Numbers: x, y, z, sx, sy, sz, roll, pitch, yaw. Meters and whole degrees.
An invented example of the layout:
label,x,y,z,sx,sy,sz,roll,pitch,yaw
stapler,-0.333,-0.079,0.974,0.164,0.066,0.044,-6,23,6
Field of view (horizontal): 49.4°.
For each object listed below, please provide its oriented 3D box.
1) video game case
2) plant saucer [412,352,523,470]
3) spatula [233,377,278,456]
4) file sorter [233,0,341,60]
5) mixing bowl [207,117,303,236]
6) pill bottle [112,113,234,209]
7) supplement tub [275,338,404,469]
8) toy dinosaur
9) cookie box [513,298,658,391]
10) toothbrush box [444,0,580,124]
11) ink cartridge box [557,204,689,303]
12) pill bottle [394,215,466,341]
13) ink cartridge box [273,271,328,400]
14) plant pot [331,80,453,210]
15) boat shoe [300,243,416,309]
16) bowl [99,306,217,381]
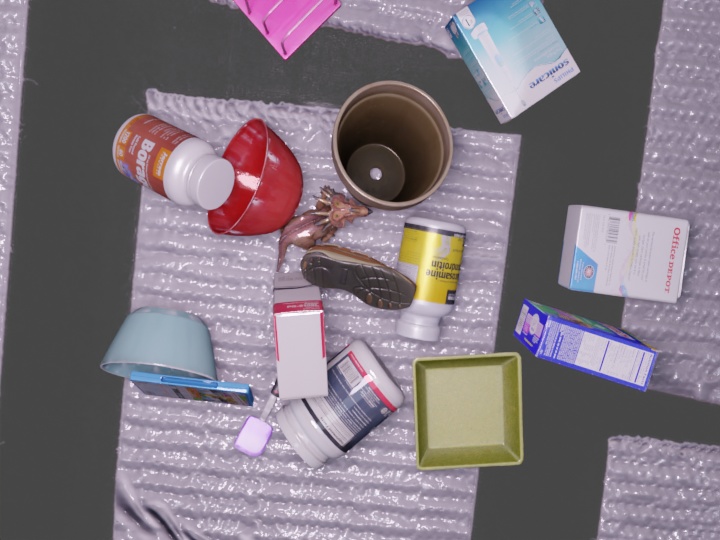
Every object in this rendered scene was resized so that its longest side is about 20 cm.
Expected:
label,x,y,z,sx,sy,sz,roll,pitch,yaw
video game case,-0.285,0.205,1.348,0.195,0.144,0.018,7,71,-2
plant saucer,0.191,0.249,1.414,0.194,0.048,0.206,-3,95,-2
spatula,-0.161,0.238,1.413,0.056,0.021,0.203,27,92,-2
file sorter,-0.146,-0.486,1.306,0.139,0.125,0.201,-42,95,1
mixing bowl,-0.166,-0.139,1.318,0.107,0.199,0.204,21,94,-33
pill bottle,-0.306,-0.176,1.291,0.197,0.112,0.114,26,94,28
supplement tub,-0.034,0.231,1.358,0.199,0.140,0.141,-39,95,2
toy dinosaur,-0.083,-0.078,1.335,0.198,0.136,0.087,-36,95,1
cookie box,0.383,0.124,1.351,0.196,0.171,0.077,18,97,-4
toothbrush box,0.260,-0.381,1.349,0.145,0.085,0.202,-34,94,0
ink cartridge box,0.463,-0.030,1.385,0.195,0.085,0.148,8,94,-1
pill bottle,0.115,0.014,1.361,0.109,0.112,0.205,9,94,-3
ink cartridge box,-0.101,0.101,1.304,0.082,0.200,0.148,-4,108,-5
plant pot,0.038,-0.186,1.300,0.195,0.174,0.205,2,80,-10
boat shoe,0.000,0.000,1.304,0.196,0.074,0.077,20,120,-1
bowl,-0.332,0.127,1.328,0.195,0.201,0.108,8,73,-3
